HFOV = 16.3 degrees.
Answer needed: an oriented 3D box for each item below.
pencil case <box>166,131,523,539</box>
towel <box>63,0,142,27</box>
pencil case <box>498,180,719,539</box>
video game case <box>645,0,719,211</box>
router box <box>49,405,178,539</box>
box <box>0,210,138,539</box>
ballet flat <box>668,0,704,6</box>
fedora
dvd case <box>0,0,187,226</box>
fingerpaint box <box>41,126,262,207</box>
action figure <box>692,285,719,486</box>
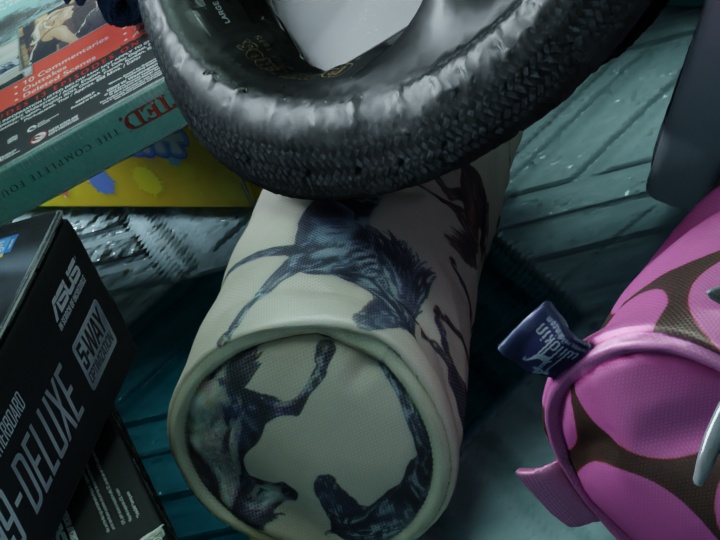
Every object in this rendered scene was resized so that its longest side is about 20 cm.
[{"bbox_3d":[0.000,0.000,0.724,0.078,0.090,0.200,10,34,4],"label":"pencil case"},{"bbox_3d":[-0.044,-0.168,0.828,0.112,0.049,0.200,-29,30,27],"label":"towel"},{"bbox_3d":[0.122,-0.008,0.636,0.200,0.091,0.094,-44,7,-37],"label":"pencil case"},{"bbox_3d":[0.128,-0.134,0.697,0.023,0.200,0.182,21,69,7],"label":"video game case"},{"bbox_3d":[-0.128,0.085,0.689,0.150,0.062,0.200,-27,27,-5],"label":"router box"},{"bbox_3d":[-0.170,0.069,0.629,0.200,0.050,0.158,-14,30,22],"label":"box"},{"bbox_3d":[0.174,-0.136,0.836,0.200,0.072,0.072,-4,34,36],"label":"ballet flat"},{"bbox_3d":[0.033,-0.105,0.677,0.200,0.201,0.092,3,-5,42],"label":"fedora"},{"bbox_3d":[-0.090,-0.088,0.842,0.146,0.022,0.200,-28,31,7],"label":"dvd case"},{"bbox_3d":[-0.078,-0.096,0.959,0.200,0.073,0.167,1,35,40],"label":"fingerpaint box"},{"bbox_3d":[0.129,0.057,0.479,0.069,0.130,0.200,-62,32,25],"label":"action figure"}]
